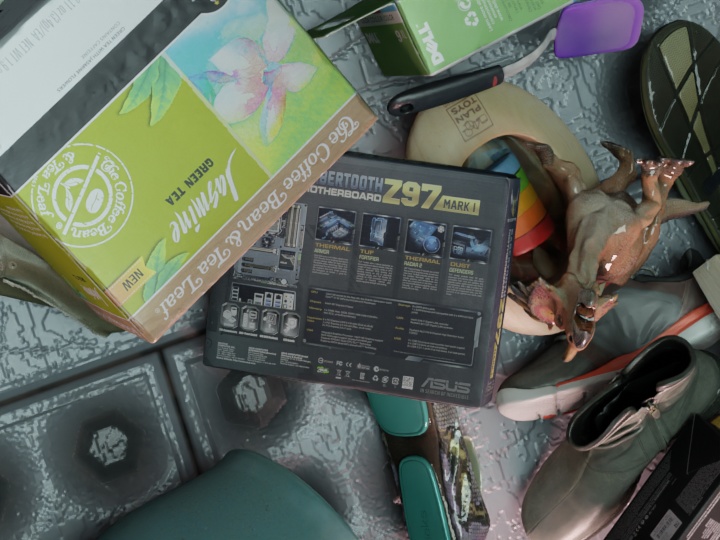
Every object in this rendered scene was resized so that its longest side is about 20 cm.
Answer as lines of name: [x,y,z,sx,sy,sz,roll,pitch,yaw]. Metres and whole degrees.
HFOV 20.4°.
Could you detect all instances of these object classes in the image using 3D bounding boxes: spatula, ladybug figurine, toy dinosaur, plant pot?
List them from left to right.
plant pot: [-0.097,0.230,1.332,0.188,0.200,0.200,-45,107,-24]
ladybug figurine: [0.098,-0.048,1.417,0.136,0.072,0.200,-31,104,-13]
spatula: [0.106,-0.143,1.364,0.200,0.057,0.021,-24,57,-20]
toy dinosaur: [0.165,-0.015,1.355,0.200,0.086,0.136,-8,109,-58]

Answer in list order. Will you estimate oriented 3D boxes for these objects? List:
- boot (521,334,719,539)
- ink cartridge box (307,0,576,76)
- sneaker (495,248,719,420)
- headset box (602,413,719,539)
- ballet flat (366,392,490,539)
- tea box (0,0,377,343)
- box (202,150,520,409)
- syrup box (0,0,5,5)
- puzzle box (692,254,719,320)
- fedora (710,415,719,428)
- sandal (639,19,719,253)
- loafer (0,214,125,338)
boot: [0.168,0.118,1.407,0.200,0.131,0.068,-46,66,13]
ink cartridge box: [0.059,-0.178,1.374,0.200,0.104,0.059,-29,103,-13]
sneaker: [0.179,0.045,1.467,0.200,0.077,0.082,-23,75,-15]
headset box: [0.279,0.217,1.415,0.200,0.075,0.149,31,99,-24]
ballet flat: [0.050,0.116,1.431,0.072,0.072,0.201,-17,101,-15]
tea box: [-0.137,-0.098,1.222,0.200,0.134,0.197,-46,110,-11]
box: [0.000,0.000,1.356,0.199,0.051,0.158,8,96,12]
syrup box: [-0.227,-0.176,1.295,0.079,0.081,0.201,-23,102,-17]
puzzle box: [0.329,0.073,1.443,0.133,0.025,0.200,-7,62,-49]
fedora: [0.288,0.177,1.493,0.200,0.082,0.201,-6,110,-16]
sandal: [0.248,-0.090,1.473,0.080,0.057,0.201,-35,120,-17]
loafer: [-0.231,-0.017,1.326,0.200,0.075,0.070,38,116,-19]
